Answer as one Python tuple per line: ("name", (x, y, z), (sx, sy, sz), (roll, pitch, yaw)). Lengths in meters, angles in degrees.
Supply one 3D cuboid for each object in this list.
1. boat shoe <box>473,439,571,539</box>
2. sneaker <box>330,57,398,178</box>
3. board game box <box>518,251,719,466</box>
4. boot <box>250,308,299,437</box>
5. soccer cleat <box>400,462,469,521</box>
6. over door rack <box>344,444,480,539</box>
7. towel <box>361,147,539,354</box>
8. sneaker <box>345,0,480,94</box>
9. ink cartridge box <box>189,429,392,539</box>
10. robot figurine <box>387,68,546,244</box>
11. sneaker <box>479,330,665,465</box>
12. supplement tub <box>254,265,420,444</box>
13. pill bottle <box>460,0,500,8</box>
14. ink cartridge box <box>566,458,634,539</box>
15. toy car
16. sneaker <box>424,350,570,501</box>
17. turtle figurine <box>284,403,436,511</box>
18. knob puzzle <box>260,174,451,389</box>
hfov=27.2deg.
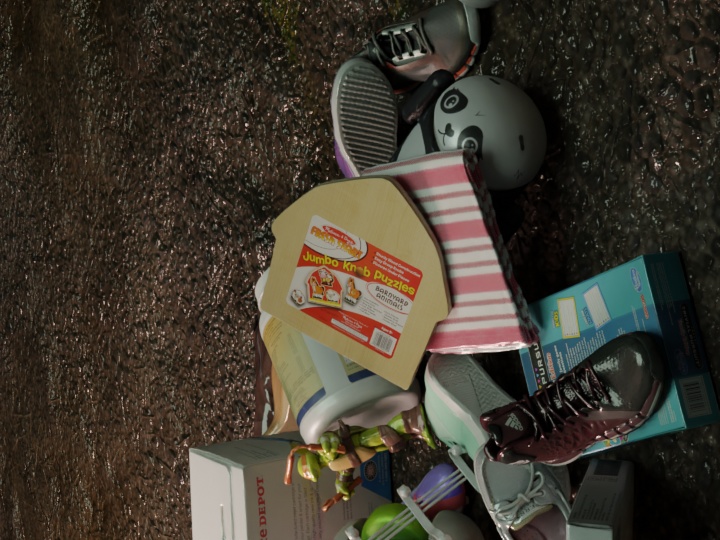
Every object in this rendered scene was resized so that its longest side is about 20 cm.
("boat shoe", (0.172, 0.249, 1.396), (0.204, 0.074, 0.065), (63, -179, 4))
("sneaker", (-0.007, -0.155, 1.621), (0.114, 0.072, 0.202), (-127, 20, -49))
("board game box", (0.227, 0.084, 1.354), (0.199, 0.046, 0.153), (-28, 71, 56))
("boot", (-0.108, 0.146, 1.902), (0.167, 0.071, 0.202), (-112, 32, -45))
("soccer cleat", (0.053, 0.281, 1.634), (0.201, 0.076, 0.067), (-58, 48, 45))
("over door rack", (0.098, 0.289, 1.448), (0.201, 0.147, 0.067), (52, 171, 14))
("towel", (0.084, -0.016, 1.418), (0.145, 0.030, 0.202), (-6, 108, 47))
("sneaker", (0.051, -0.228, 1.555), (0.199, 0.081, 0.078), (-26, 73, 57))
("ink cartridge box", (-0.082, 0.272, 1.733), (0.144, 0.198, 0.150), (4, 98, 57))
("robot figurine", (0.097, -0.102, 1.457), (0.200, 0.149, 0.126), (-49, 11, 49))
("sneaker", (0.173, 0.125, 1.294), (0.200, 0.114, 0.076), (-53, 52, 48))
("supplement tub", (-0.030, 0.086, 1.674), (0.145, 0.143, 0.202), (-56, 49, 45))
("pill bottle", (0.154, -0.318, 1.347), (0.199, 0.112, 0.114), (-28, 71, 55))
("ink cartridge box", (0.210, 0.275, 1.296), (0.043, 0.200, 0.176), (3, 99, 15))
("toy car", (0.043, 0.348, 1.540), (0.173, 0.150, 0.203), (-9, 101, 32))
("sneaker", (0.137, 0.176, 1.508), (0.201, 0.073, 0.119), (52, 163, 20))
("turtle figurine", (-0.002, 0.192, 1.590), (0.201, 0.159, 0.065), (69, -179, -61))
("knob puzzle", (0.004, -0.008, 1.447), (0.217, 0.030, 0.223), (12, 118, 22))
